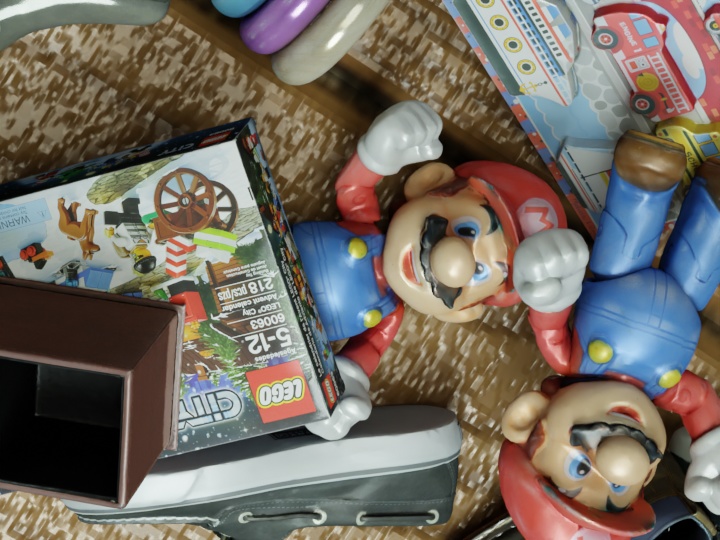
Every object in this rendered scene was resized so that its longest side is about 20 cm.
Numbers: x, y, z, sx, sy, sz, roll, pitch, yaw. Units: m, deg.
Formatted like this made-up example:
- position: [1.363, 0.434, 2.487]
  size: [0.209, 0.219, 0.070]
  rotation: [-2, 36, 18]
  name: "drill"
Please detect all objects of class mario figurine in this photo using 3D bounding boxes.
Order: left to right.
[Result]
- position: [0.000, 0.000, 1.197]
  size: [0.200, 0.106, 0.123]
  rotation: [-16, 140, -1]
  name: "mario figurine"
- position: [0.129, 0.044, 1.167]
  size: [0.123, 0.106, 0.200]
  rotation: [20, 94, 23]
  name: "mario figurine"

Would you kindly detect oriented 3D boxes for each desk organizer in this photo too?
- position: [-0.184, 0.045, 1.129]
  size: [0.200, 0.077, 0.072]
  rotation: [9, 111, 9]
  name: "desk organizer"

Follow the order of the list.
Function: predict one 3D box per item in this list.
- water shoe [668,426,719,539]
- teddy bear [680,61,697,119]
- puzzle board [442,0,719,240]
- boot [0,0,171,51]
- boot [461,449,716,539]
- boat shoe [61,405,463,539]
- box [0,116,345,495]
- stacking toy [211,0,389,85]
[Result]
- position: [0.205, 0.169, 1.301]
  size: [0.079, 0.072, 0.200]
  rotation: [-39, 108, -3]
  name: "water shoe"
- position: [0.175, -0.163, 1.195]
  size: [0.145, 0.067, 0.200]
  rotation: [-20, 138, -11]
  name: "teddy bear"
- position: [0.132, -0.099, 1.190]
  size: [0.151, 0.017, 0.200]
  rotation: [-17, 124, 29]
  name: "puzzle board"
- position: [-0.188, -0.092, 1.166]
  size: [0.200, 0.068, 0.131]
  rotation: [5, 106, -6]
  name: "boot"
- position: [0.090, 0.166, 1.258]
  size: [0.075, 0.097, 0.200]
  rotation: [37, 92, -27]
  name: "boot"
- position: [-0.045, 0.106, 1.234]
  size: [0.200, 0.069, 0.057]
  rotation: [-6, 104, -14]
  name: "boat shoe"
- position: [-0.122, 0.022, 1.171]
  size: [0.200, 0.038, 0.137]
  rotation: [-14, 106, 16]
  name: "box"
- position: [-0.076, -0.176, 1.161]
  size: [0.200, 0.085, 0.085]
  rotation: [40, 91, -14]
  name: "stacking toy"
